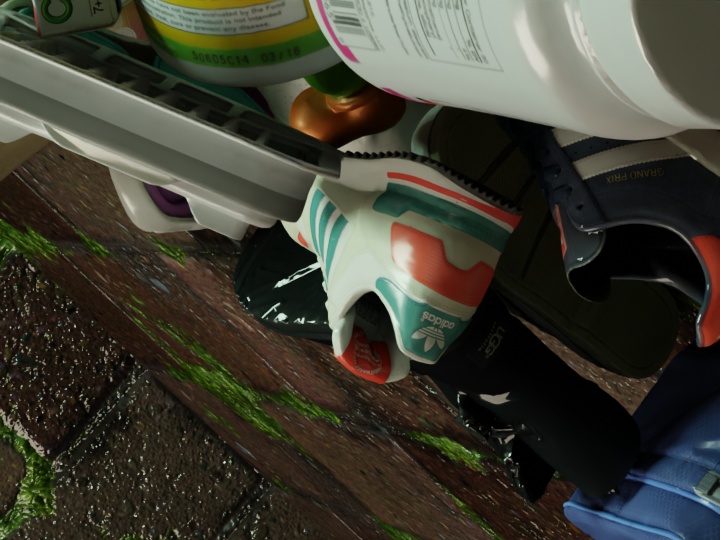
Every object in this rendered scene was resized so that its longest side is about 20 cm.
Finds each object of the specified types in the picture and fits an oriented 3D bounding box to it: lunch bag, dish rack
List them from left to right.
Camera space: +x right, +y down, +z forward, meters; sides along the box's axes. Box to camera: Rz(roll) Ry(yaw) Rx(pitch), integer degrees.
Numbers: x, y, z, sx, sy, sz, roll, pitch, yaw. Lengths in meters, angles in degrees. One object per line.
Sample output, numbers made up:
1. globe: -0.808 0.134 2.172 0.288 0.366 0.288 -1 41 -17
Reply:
1. dish rack: -0.092 -0.060 0.896 0.170 0.044 0.200 23 -175 -3
2. lunch bag: 0.197 0.133 1.130 0.136 0.133 0.200 43 167 -11

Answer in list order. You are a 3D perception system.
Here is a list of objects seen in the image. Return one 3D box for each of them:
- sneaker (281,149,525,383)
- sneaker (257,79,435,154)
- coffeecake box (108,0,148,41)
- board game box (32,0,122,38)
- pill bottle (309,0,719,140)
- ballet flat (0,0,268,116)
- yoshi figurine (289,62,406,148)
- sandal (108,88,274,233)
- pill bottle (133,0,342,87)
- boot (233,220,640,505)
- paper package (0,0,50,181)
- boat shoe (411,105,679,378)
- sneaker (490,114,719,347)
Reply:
1. sneaker: 0.001 0.000 0.991 0.070 0.094 0.199 25 171 -23
2. sneaker: -0.020 -0.108 1.105 0.200 0.075 0.089 42 163 6
3. coffeecake box: -0.174 -0.189 1.154 0.201 0.073 0.154 56 171 12
4. board game box: -0.131 -0.199 0.878 0.126 0.034 0.202 -123 23 -81
5. pill bottle: 0.071 -0.104 0.720 0.113 0.114 0.200 47 167 -27
6. ballet flat: -0.122 -0.082 1.070 0.069 0.070 0.199 29 -175 43
7. yoshi figurine: -0.049 -0.147 0.972 0.112 0.112 0.200 39 167 41
8. sandal: -0.076 -0.064 1.213 0.083 0.049 0.203 68 -156 -9
9. pill bottle: -0.053 -0.178 0.805 0.111 0.111 0.201 31 150 38
10. boot: 0.039 0.046 1.131 0.168 0.077 0.199 44 163 -34
11. paper package: -0.252 -0.150 1.125 0.191 0.103 0.200 61 172 -33
12. boat shoe: 0.082 -0.014 1.102 0.068 0.075 0.200 15 153 52
13. sneaker: 0.097 -0.041 0.935 0.199 0.085 0.075 35 167 27
